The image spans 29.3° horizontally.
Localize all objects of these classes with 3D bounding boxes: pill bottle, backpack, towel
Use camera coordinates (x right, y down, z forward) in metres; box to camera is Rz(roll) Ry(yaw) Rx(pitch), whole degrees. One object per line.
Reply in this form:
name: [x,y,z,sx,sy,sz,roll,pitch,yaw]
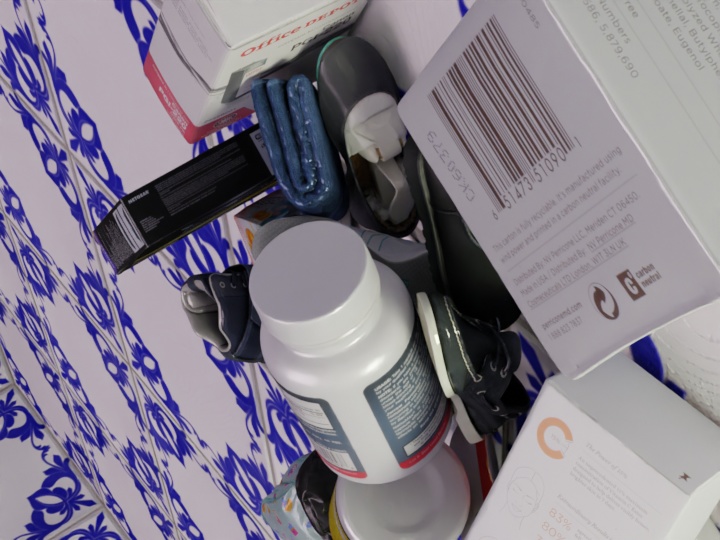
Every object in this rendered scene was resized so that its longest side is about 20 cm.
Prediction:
pill bottle: [-0.008,0.060,1.031,0.119,0.119,0.201,40,163,39]
backpack: [-0.035,0.272,1.597,0.168,0.126,0.200,56,161,-1]
pill bottle: [0.029,0.212,1.217,0.115,0.114,0.200,54,166,12]
towel: [-0.046,-0.097,1.143,0.200,0.048,0.113,23,-127,-86]

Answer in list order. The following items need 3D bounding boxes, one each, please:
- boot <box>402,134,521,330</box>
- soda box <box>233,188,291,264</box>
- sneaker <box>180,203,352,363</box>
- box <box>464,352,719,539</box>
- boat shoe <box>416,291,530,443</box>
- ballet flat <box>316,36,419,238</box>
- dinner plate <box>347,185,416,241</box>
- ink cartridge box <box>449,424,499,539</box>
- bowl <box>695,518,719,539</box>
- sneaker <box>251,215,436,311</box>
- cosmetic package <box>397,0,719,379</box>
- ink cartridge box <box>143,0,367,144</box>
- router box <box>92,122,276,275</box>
boot: [0.119,-0.019,0.987,0.161,0.073,0.200,19,140,47]
soda box: [-0.058,0.020,1.418,0.068,0.063,0.202,21,137,57]
sneaker: [-0.085,-0.013,1.243,0.077,0.144,0.206,-23,61,58]
box: [0.161,0.177,0.974,0.124,0.097,0.202,38,124,25]
boat shoe: [0.090,0.068,1.031,0.200,0.065,0.075,65,-169,-52]
ballet flat: [0.015,-0.098,1.109,0.073,0.073,0.201,42,158,36]
dinner plate: [0.019,0.013,1.297,0.200,0.024,0.202,47,155,30]
ink cartridge box: [0.100,0.189,1.203,0.162,0.049,0.202,-93,-11,-52]
bowl: [0.194,0.213,1.103,0.201,0.074,0.200,53,158,14]
sneaker: [0.000,0.000,1.130,0.080,0.197,0.072,-163,86,-68]
cosmetic package: [0.157,-0.082,0.649,0.166,0.199,0.165,57,158,5]
ink cartridge box: [-0.082,-0.196,1.091,0.085,0.145,0.200,58,158,7]
router box: [-0.147,-0.076,1.309,0.053,0.199,0.157,59,157,-2]
